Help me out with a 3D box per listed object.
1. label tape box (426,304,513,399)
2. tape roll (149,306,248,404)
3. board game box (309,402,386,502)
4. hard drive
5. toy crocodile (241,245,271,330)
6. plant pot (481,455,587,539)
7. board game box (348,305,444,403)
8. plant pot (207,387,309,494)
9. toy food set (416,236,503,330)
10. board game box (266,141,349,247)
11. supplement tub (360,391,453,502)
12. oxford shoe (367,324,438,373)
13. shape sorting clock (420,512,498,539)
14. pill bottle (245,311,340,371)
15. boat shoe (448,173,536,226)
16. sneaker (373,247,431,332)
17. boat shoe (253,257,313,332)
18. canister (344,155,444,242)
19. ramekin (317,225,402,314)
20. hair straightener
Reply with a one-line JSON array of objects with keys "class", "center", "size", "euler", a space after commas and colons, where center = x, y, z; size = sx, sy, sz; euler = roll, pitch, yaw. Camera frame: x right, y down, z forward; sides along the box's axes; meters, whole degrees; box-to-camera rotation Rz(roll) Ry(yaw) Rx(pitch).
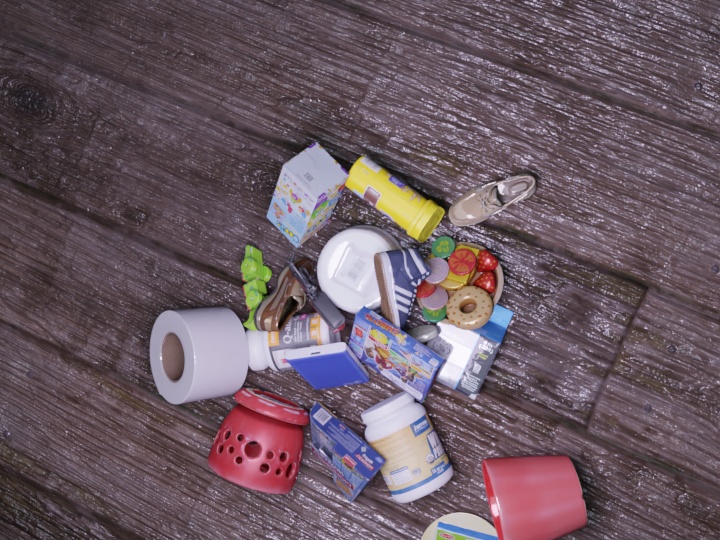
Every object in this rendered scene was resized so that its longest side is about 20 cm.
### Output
[{"class": "label tape box", "center": [0.224, 0.153, 1.629], "size": [0.143, 0.063, 0.202], "euler": [25, 96, 10]}, {"class": "tape roll", "center": [-0.357, 0.184, 1.668], "size": [0.201, 0.138, 0.206], "euler": [4, 96, 47]}, {"class": "board game box", "center": [-0.039, 0.411, 1.637], "size": [0.199, 0.201, 0.062], "euler": [36, 58, 25]}, {"class": "hard drive", "center": [-0.068, 0.208, 1.625], "size": [0.130, 0.200, 0.026], "euler": [-10, 63, 11]}, {"class": "toy crocodile", "center": [-0.238, 0.037, 1.698], "size": [0.061, 0.067, 0.202], "euler": [-23, 63, 25]}, {"class": "plant pot", "center": [0.357, 0.469, 1.550], "size": [0.175, 0.200, 0.203], "euler": [-12, 88, 2]}, {"class": "board game box", "center": [0.068, 0.174, 1.562], "size": [0.199, 0.136, 0.034], "euler": [33, 53, 15]}, {"class": "plant pot", "center": [-0.214, 0.367, 1.660], "size": [0.198, 0.200, 0.185], "euler": [19, 85, 11]}, {"class": "toy food set", "center": [0.203, 0.026, 1.603], "size": [0.196, 0.049, 0.202], "euler": [15, 71, 25]}, {"class": "board game box", "center": [-0.116, -0.159, 1.618], "size": [0.105, 0.200, 0.103], "euler": [45, 59, 8]}, {"class": "supplement tub", "center": [0.096, 0.374, 1.616], "size": [0.143, 0.145, 0.202], "euler": [-26, 86, 11]}, {"class": "oxford shoe", "center": [0.092, 0.171, 1.637], "size": [0.199, 0.075, 0.058], "euler": [-28, 95, 32]}, {"class": "shape sorting clock", "center": [0.223, 0.629, 1.646], "size": [0.197, 0.039, 0.203], "euler": [0, 90, 13]}, {"class": "pill bottle", "center": [-0.150, 0.161, 1.680], "size": [0.197, 0.116, 0.118], "euler": [-10, 88, 12]}, {"class": "boat shoe", "center": [0.280, -0.154, 1.613], "size": [0.198, 0.065, 0.073], "euler": [-22, 86, 11]}, {"class": "sneaker", "center": [0.096, 0.050, 1.575], "size": [0.107, 0.070, 0.203], "euler": [-15, 104, -18]}, {"class": "boat shoe", "center": [-0.154, 0.061, 1.660], "size": [0.073, 0.076, 0.201], "euler": [14, 55, 29]}, {"class": "canister", "center": [0.072, -0.154, 1.616], "size": [0.199, 0.148, 0.087], "euler": [37, 97, 11]}, {"class": "ramekin", "center": [0.000, 0.000, 1.657], "size": [0.198, 0.098, 0.203], "euler": [0, 91, 11]}, {"class": "hair straightener", "center": [-0.097, 0.037, 1.604], "size": [0.041, 0.077, 0.201], "euler": [-31, 77, -14]}]
